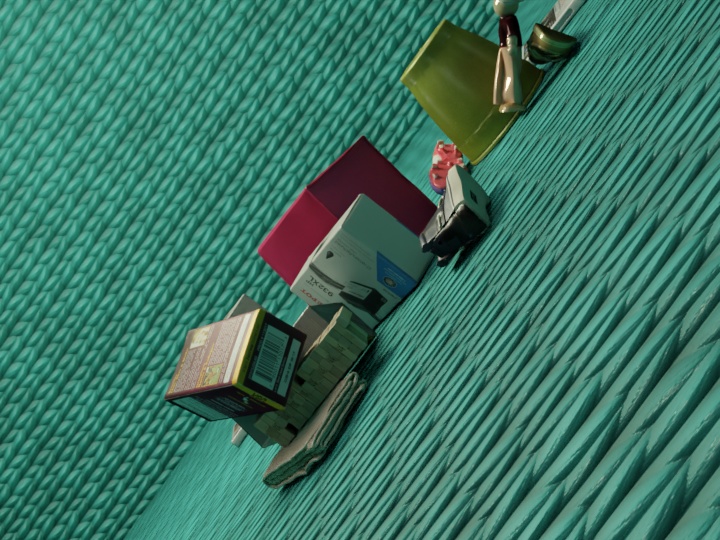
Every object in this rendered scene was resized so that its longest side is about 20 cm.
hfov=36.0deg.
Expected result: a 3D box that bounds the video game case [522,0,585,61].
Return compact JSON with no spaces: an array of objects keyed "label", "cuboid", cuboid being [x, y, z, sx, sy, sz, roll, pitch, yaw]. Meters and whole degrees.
[{"label":"video game case","cuboid":[0.368,-0.470,2.091,0.182,0.023,0.200,-52,7,22]}]

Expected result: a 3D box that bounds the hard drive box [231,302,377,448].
[{"label":"hard drive box","cuboid":[-0.082,0.149,1.614,0.201,0.077,0.156,-53,-14,12]}]

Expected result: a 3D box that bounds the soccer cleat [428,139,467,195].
[{"label":"soccer cleat","cuboid":[0.152,-0.164,1.931,0.201,0.066,0.077,-82,-8,-63]}]

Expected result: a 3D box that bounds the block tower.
[{"label":"block tower","cuboid":[-0.065,0.147,1.499,0.201,0.058,0.054,-54,5,11]}]

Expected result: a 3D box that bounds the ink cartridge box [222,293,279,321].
[{"label":"ink cartridge box","cuboid":[-0.162,0.154,1.857,0.145,0.199,0.084,-48,8,44]}]

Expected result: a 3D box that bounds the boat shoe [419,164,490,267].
[{"label":"boat shoe","cuboid":[0.120,-0.074,1.485,0.093,0.075,0.200,-44,9,17]}]

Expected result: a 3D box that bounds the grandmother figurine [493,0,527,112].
[{"label":"grandmother figurine","cuboid":[0.233,-0.352,1.738,0.121,0.060,0.203,-113,18,-81]}]

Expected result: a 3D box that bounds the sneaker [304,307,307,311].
[{"label":"sneaker","cuboid":[-0.052,0.080,1.978,0.201,0.087,0.076,-55,4,-24]}]

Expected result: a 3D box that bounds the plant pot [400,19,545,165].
[{"label":"plant pot","cuboid":[0.177,-0.318,1.890,0.201,0.192,0.200,-53,5,7]}]

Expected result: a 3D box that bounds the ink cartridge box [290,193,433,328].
[{"label":"ink cartridge box","cuboid":[0.000,0.000,1.702,0.200,0.144,0.084,-47,8,51]}]

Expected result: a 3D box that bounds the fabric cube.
[{"label":"fabric cube","cuboid":[-0.020,-0.065,1.886,0.196,0.200,0.200,-45,-2,-43]}]

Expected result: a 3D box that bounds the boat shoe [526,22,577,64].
[{"label":"boat shoe","cuboid":[0.295,-0.353,1.761,0.201,0.072,0.064,-82,12,-75]}]

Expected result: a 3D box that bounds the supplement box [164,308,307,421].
[{"label":"supplement box","cuboid":[-0.173,0.134,1.520,0.199,0.085,0.112,-17,49,51]}]

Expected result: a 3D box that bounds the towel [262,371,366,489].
[{"label":"towel","cuboid":[-0.062,0.218,1.487,0.133,0.034,0.200,-55,6,-31]}]

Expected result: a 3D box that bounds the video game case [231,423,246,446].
[{"label":"video game case","cuboid":[-0.223,0.292,2.486,0.201,0.023,0.182,-55,6,-1]}]
